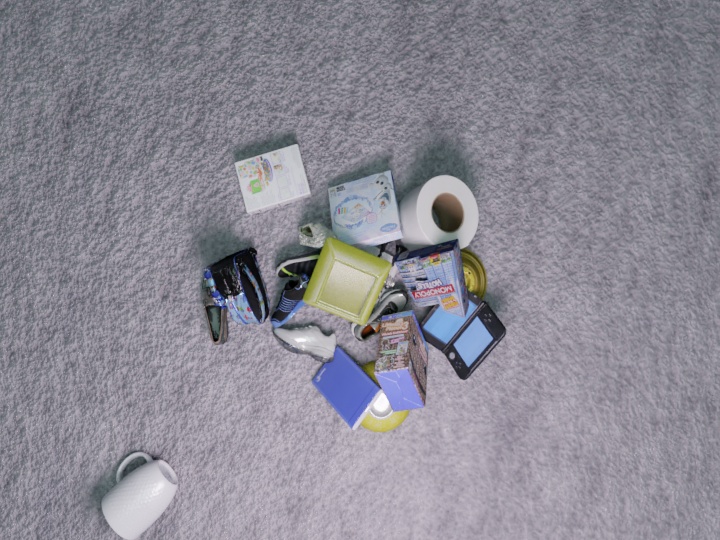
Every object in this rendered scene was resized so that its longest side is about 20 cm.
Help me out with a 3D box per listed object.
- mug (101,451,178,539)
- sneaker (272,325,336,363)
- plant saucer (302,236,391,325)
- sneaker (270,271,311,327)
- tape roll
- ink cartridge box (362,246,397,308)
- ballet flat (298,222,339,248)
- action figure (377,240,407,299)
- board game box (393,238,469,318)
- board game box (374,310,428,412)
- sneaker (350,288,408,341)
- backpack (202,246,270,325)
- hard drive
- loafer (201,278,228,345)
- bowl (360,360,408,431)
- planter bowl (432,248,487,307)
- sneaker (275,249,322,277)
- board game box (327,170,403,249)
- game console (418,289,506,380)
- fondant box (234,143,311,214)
[{"bbox_3d":[-0.618,0.609,1.575,0.174,0.149,0.200,-40,59,-6],"label":"mug"},{"bbox_3d":[-0.160,0.200,1.622,0.193,0.075,0.090,19,66,1],"label":"sneaker"},{"bbox_3d":[-0.036,0.042,1.501,0.194,0.048,0.205,21,109,-11],"label":"plant saucer"},{"bbox_3d":[-0.202,0.080,1.584,0.078,0.071,0.198,44,116,-13],"label":"sneaker"},{"bbox_3d":[0.212,-0.146,1.560,0.195,0.138,0.212,3,83,-22],"label":"tape roll"},{"bbox_3d":[0.000,0.000,1.640,0.195,0.050,0.166,25,88,-16],"label":"ink cartridge box"},{"bbox_3d":[-0.127,-0.100,1.559,0.069,0.198,0.075,-2,95,-31],"label":"ballet flat"},{"bbox_3d":[0.046,0.001,1.576,0.117,0.102,0.204,32,85,-3],"label":"action figure"},{"bbox_3d":[0.205,0.038,1.497,0.195,0.062,0.204,-14,115,34],"label":"board game box"},{"bbox_3d":[0.115,0.244,1.512,0.093,0.204,0.162,-12,127,19],"label":"board game box"},{"bbox_3d":[0.063,0.135,1.604,0.198,0.079,0.075,-40,113,1],"label":"sneaker"},{"bbox_3d":[-0.335,0.059,1.568,0.130,0.183,0.207,-19,101,7],"label":"backpack"},{"bbox_3d":[-0.040,0.327,1.575,0.133,0.025,0.199,-52,51,0],"label":"hard drive"},{"bbox_3d":[-0.419,0.112,1.615,0.069,0.063,0.208,-10,89,-1],"label":"loafer"},{"bbox_3d":[0.057,0.368,1.594,0.191,0.108,0.209,0,89,-1],"label":"bowl"},{"bbox_3d":[0.280,0.033,1.615,0.192,0.083,0.210,0,89,-1],"label":"planter bowl"},{"bbox_3d":[-0.157,0.003,1.589,0.194,0.071,0.086,-17,76,22],"label":"sneaker"},{"bbox_3d":[0.012,-0.163,1.577,0.193,0.044,0.206,-14,62,12],"label":"board game box"},{"bbox_3d":[0.276,0.172,1.559,0.116,0.173,0.202,15,121,-40],"label":"game console"},{"bbox_3d":[-0.252,-0.264,1.627,0.193,0.058,0.150,-16,89,-2],"label":"fondant box"}]
